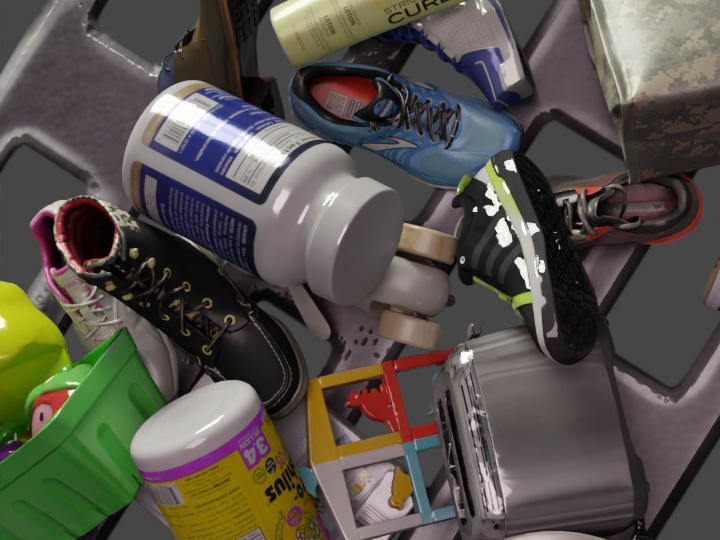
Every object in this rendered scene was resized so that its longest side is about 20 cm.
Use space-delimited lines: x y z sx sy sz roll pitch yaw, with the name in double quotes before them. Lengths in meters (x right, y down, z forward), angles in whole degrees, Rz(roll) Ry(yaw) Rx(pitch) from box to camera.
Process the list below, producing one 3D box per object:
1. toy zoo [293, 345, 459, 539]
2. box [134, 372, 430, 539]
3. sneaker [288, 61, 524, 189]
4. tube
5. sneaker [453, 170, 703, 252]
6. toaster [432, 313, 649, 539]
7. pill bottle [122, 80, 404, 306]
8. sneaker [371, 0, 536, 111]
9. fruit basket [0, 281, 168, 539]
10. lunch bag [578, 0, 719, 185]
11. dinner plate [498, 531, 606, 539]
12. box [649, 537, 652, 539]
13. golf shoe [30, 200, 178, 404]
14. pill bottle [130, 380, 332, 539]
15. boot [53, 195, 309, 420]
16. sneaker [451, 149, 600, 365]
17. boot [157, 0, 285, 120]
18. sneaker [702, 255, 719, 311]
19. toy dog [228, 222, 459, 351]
"toy zoo" 0.038 0.134 1.354 0.199 0.020 0.132 -12 79 -13
"box" -0.069 0.174 1.395 0.200 0.041 0.156 37 90 10
"sneaker" 0.031 -0.117 1.382 0.199 0.090 0.079 14 87 10
"tube" 0.028 -0.219 1.339 0.199 0.058 0.052 -22 62 11
"sneaker" 0.166 -0.046 1.356 0.199 0.082 0.077 -14 82 8
"toaster" 0.132 0.131 1.302 0.129 0.114 0.201 -9 75 -9
"pill bottle" -0.073 -0.057 1.316 0.200 0.116 0.116 28 89 26
"sneaker" 0.054 -0.203 1.400 0.115 0.081 0.200 -29 74 9
"fruit basket" -0.265 0.107 1.351 0.215 0.156 0.216 12 127 17
"lunch bag" 0.259 -0.183 1.334 0.163 0.118 0.201 -12 54 5
"dinner plate" 0.138 0.278 1.277 0.199 0.024 0.201 0 119 0
"box" 0.137 0.265 1.337 0.199 0.068 0.083 -12 84 8
"golf shoe" -0.211 0.034 1.400 0.075 0.091 0.201 -30 76 15
"pill bottle" -0.084 0.190 1.299 0.104 0.104 0.201 -24 107 6
"boot" -0.140 0.028 1.331 0.074 0.154 0.204 -49 56 9
"sneaker" 0.116 0.000 1.298 0.083 0.072 0.200 -35 44 24
"boot" -0.130 -0.179 1.394 0.097 0.075 0.201 -5 116 17
"sneaker" 0.357 -0.029 1.330 0.108 0.070 0.200 38 88 13
"toy dog" 0.000 0.000 1.390 0.200 0.096 0.132 36 94 26
